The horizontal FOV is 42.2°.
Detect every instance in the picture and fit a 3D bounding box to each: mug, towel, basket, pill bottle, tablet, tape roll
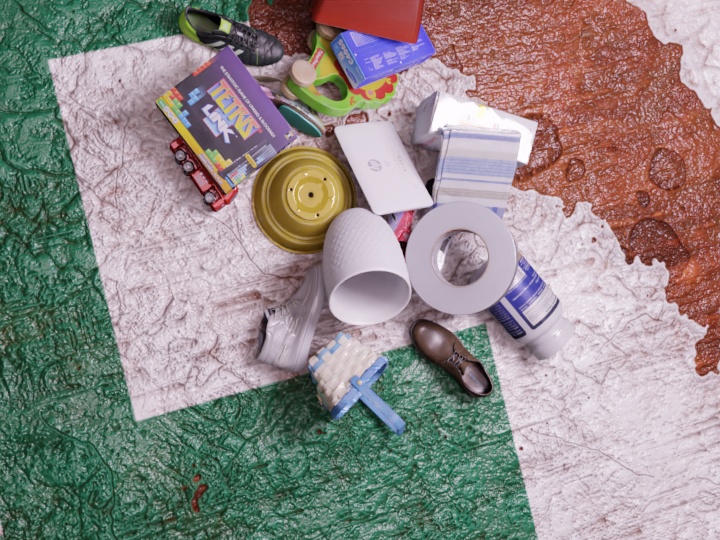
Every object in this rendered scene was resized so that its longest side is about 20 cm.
[{"bbox_3d":[0.000,0.000,1.662,0.146,0.201,0.177,-2,48,-11],"label":"mug"},{"bbox_3d":[0.205,-0.172,1.690,0.145,0.024,0.202,3,129,-3],"label":"towel"},{"bbox_3d":[0.003,0.216,1.663,0.199,0.177,0.139,39,79,12],"label":"basket"},{"bbox_3d":[0.308,0.064,1.760,0.116,0.116,0.200,-42,96,-11],"label":"pill bottle"},{"bbox_3d":[0.042,-0.191,1.709,0.129,0.014,0.202,-11,61,-29],"label":"tablet"},{"bbox_3d":[0.183,-0.021,1.678,0.197,0.066,0.203,-1,88,13],"label":"tape roll"}]

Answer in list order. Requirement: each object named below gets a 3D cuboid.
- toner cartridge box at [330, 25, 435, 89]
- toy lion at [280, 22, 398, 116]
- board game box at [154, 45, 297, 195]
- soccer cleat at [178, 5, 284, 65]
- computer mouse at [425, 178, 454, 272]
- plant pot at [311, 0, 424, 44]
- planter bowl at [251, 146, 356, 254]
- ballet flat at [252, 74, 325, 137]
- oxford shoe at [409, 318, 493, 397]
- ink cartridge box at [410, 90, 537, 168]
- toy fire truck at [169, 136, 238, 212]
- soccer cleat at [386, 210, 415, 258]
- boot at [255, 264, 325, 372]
[{"bbox_3d":[0.044,-0.410,1.720,0.199,0.043,0.096,-29,89,-38],"label":"toner cartridge box"},{"bbox_3d":[-0.026,-0.360,1.715,0.191,0.069,0.201,33,58,-12],"label":"toy lion"},{"bbox_3d":[-0.234,-0.262,1.636,0.165,0.057,0.201,-39,96,-6],"label":"board game box"},{"bbox_3d":[-0.232,-0.423,1.687,0.198,0.081,0.068,17,84,-11],"label":"soccer cleat"},{"bbox_3d":[0.138,-0.064,1.768,0.109,0.044,0.202,27,80,-7],"label":"computer mouse"},{"bbox_3d":[0.030,-0.553,1.659,0.197,0.177,0.202,10,50,-12],"label":"plant pot"},{"bbox_3d":[-0.096,-0.134,1.701,0.197,0.083,0.203,1,87,-12],"label":"planter bowl"},{"bbox_3d":[-0.147,-0.315,1.712,0.198,0.069,0.072,23,71,-8],"label":"ballet flat"},{"bbox_3d":[0.177,0.161,1.745,0.199,0.084,0.073,39,82,-6],"label":"oxford shoe"},{"bbox_3d":[0.207,-0.255,1.740,0.198,0.145,0.084,17,86,-10],"label":"ink cartridge box"},{"bbox_3d":[-0.266,-0.224,1.686,0.140,0.049,0.201,-36,94,-11],"label":"toy fire truck"},{"bbox_3d":[0.076,-0.084,1.733,0.066,0.076,0.203,16,87,-27],"label":"soccer cleat"},{"bbox_3d":[-0.128,0.079,1.687,0.094,0.073,0.203,16,85,-18],"label":"boot"}]
